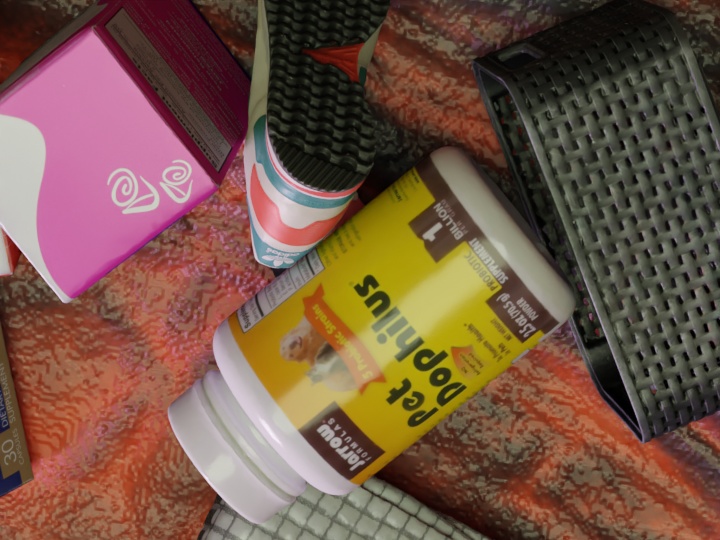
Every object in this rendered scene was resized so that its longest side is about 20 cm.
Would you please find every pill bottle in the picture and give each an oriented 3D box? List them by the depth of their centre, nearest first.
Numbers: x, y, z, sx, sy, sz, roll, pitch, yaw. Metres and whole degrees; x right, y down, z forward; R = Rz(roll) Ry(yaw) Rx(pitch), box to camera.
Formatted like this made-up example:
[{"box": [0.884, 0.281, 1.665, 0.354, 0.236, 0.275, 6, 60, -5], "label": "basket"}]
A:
[{"box": [0.003, 0.037, 1.242, 0.200, 0.109, 0.109, -39, 99, 7], "label": "pill bottle"}]

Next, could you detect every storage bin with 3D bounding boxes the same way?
[{"box": [0.141, -0.029, 1.263, 0.093, 0.135, 0.201, -22, 102, -2], "label": "storage bin"}]

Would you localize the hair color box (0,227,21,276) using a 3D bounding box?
[{"box": [-0.245, -0.091, 1.277, 0.101, 0.061, 0.201, -10, 103, -1], "label": "hair color box"}]

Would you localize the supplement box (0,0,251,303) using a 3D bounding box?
[{"box": [-0.126, -0.076, 1.249, 0.101, 0.200, 0.103, -36, 99, 14], "label": "supplement box"}]

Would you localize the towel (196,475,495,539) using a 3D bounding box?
[{"box": [-0.007, 0.201, 1.353, 0.200, 0.086, 0.166, 28, 77, -7], "label": "towel"}]

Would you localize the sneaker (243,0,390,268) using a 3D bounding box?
[{"box": [-0.032, -0.088, 1.260, 0.070, 0.200, 0.094, 16, 135, -14], "label": "sneaker"}]

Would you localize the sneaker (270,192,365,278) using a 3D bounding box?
[{"box": [0.000, 0.000, 1.339, 0.087, 0.074, 0.201, -18, 101, -15], "label": "sneaker"}]

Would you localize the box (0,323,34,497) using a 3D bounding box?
[{"box": [-0.260, 0.092, 1.315, 0.032, 0.200, 0.122, 2, 109, 37], "label": "box"}]
